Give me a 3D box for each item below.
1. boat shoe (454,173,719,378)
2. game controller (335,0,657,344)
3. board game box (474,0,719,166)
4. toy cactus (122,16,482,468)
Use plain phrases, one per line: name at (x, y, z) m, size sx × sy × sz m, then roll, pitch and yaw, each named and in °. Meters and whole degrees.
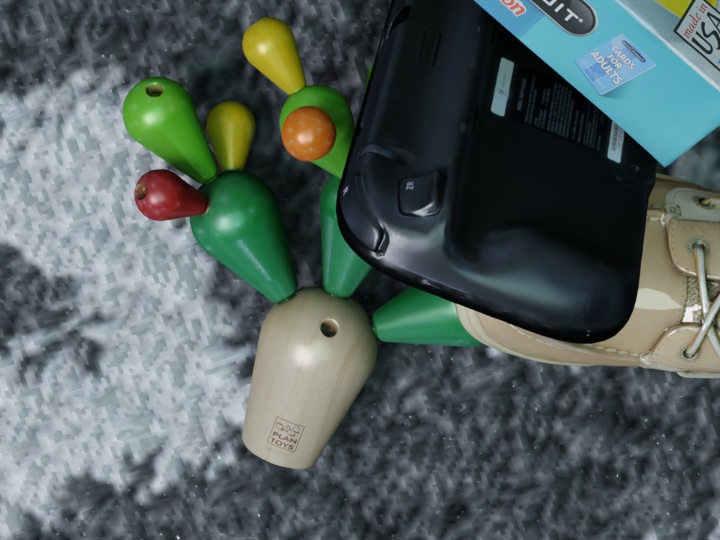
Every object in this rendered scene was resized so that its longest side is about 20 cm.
boat shoe at (0.127, 0.003, 0.812) m, size 0.199 × 0.064 × 0.072 m, roll -1°, pitch 101°, yaw -31°
game controller at (0.054, -0.053, 0.785) m, size 0.104 × 0.200 × 0.042 m, roll 28°, pitch 129°, yaw -11°
board game box at (0.071, -0.156, 0.789) m, size 0.200 × 0.047 × 0.151 m, roll 40°, pitch 51°, yaw -8°
toy cactus at (0.000, 0.000, 0.843) m, size 0.199 × 0.102 × 0.165 m, roll 15°, pitch 109°, yaw -15°
